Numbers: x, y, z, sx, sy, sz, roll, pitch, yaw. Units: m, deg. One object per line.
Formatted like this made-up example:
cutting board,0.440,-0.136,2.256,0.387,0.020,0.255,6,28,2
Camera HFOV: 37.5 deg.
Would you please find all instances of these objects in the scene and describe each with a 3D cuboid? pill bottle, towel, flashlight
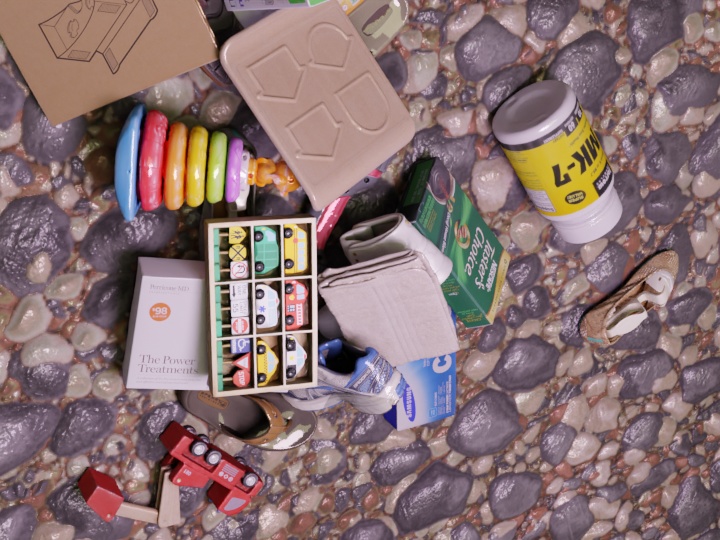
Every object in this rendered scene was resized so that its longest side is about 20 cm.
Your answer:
pill bottle,0.264,-0.139,1.395,0.114,0.114,0.200,-42,122,-9
towel,0.036,0.050,1.263,0.131,0.035,0.201,-13,140,10
flashlight,-0.031,-0.071,1.289,0.068,0.068,0.201,21,97,-44

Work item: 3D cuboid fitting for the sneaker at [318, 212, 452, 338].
sneaker,0.000,0.000,1.295,0.199,0.074,0.116,-31,119,27

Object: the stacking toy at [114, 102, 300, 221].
stacking toy,-0.159,-0.112,1.143,0.198,0.110,0.117,4,107,-7

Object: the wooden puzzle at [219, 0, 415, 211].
wooden puzzle,-0.047,-0.188,1.155,0.185,0.046,0.201,-40,105,-37

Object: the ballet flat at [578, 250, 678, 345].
ballet flat,0.414,0.047,1.572,0.200,0.065,0.071,-40,122,-10

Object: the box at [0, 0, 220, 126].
box,-0.264,-0.255,1.074,0.198,0.021,0.164,-20,118,8

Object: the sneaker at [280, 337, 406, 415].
sneaker,-0.036,0.117,1.289,0.085,0.199,0.077,57,49,-28

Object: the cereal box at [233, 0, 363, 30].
cereal box,-0.101,-0.338,1.168,0.144,0.039,0.200,-43,122,-10

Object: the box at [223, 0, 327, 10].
box,-0.028,-0.337,1.077,0.199,0.176,0.097,-28,115,-26

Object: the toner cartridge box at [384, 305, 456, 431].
toner cartridge box,0.079,0.109,1.427,0.094,0.043,0.202,-12,113,-23

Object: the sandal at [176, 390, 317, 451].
sandal,-0.136,0.181,1.330,0.199,0.055,0.082,31,92,-33

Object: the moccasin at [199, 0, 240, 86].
moccasin,-0.196,-0.280,1.124,0.201,0.077,0.074,45,69,-29

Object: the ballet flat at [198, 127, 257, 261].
ballet flat,-0.151,-0.062,1.228,0.067,0.064,0.202,-8,112,-26

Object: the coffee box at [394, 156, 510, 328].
coffee box,0.120,-0.034,1.361,0.200,0.044,0.124,51,43,-32

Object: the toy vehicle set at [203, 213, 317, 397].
toy vehicle set,-0.111,0.039,1.196,0.123,0.027,0.202,-5,105,-18

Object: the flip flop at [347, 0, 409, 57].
flip flop,-0.010,-0.250,1.239,0.200,0.058,0.081,-48,123,-5

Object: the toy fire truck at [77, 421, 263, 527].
toy fire truck,-0.231,0.268,1.315,0.200,0.049,0.141,40,88,-34

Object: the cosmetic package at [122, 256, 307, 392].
cosmetic package,-0.169,0.066,1.243,0.198,0.052,0.152,3,116,-20
